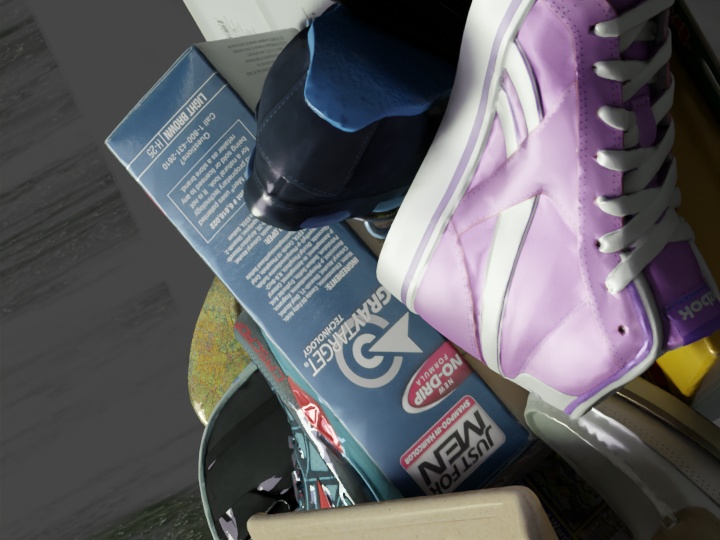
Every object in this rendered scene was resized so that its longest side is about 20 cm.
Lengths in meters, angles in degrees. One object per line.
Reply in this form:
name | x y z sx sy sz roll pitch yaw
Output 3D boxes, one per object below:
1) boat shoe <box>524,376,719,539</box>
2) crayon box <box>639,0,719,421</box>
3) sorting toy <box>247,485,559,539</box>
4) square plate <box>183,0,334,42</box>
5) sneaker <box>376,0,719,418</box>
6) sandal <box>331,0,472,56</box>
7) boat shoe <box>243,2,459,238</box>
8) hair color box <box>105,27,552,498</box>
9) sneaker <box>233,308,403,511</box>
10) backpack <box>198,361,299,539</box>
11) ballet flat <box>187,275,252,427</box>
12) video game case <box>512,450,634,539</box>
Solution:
boat shoe | 0.129 0.108 1.066 0.200 0.068 0.075 39 170 20
crayon box | 0.105 -0.018 1.072 0.127 0.051 0.200 60 171 13
sorting toy | 0.052 0.163 1.101 0.200 0.036 0.186 -10 109 58
square plate | -0.009 -0.102 1.229 0.197 0.028 0.201 9 139 45
sneaker | 0.086 -0.040 0.960 0.114 0.072 0.201 40 135 23
sandal | 0.027 -0.110 1.061 0.075 0.048 0.200 40 -165 31
boat shoe | -0.005 -0.054 1.046 0.084 0.069 0.200 39 -167 13
hair color box | 0.000 0.000 1.176 0.200 0.061 0.100 49 -157 9
sneaker | -0.005 0.101 1.206 0.200 0.095 0.079 57 -158 18
backpack | 0.036 0.086 1.331 0.178 0.200 0.150 56 -170 25
ballet flat | -0.018 -0.012 1.411 0.070 0.200 0.071 26 154 14
video game case | 0.090 0.151 1.215 0.200 0.181 0.025 50 -162 19
